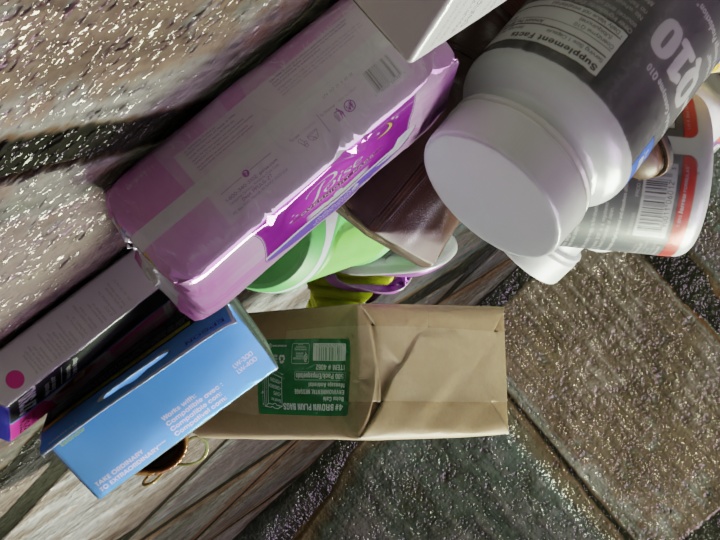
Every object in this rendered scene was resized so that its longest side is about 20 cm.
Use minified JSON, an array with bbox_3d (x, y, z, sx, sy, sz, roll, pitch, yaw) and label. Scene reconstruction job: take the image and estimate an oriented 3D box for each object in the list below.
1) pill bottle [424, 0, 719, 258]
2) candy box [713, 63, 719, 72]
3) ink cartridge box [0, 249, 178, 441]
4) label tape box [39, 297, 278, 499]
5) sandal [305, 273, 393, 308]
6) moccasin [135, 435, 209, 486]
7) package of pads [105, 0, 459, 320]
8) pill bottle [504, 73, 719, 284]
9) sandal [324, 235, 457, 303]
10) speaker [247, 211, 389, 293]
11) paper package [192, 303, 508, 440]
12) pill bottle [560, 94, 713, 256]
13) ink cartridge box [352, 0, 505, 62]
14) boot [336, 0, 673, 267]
[{"bbox_3d":[0.130,-0.110,0.940,0.200,0.113,0.114,-50,177,-23],"label":"pill bottle"},{"bbox_3d":[0.208,-0.177,1.121,0.198,0.056,0.116,-8,163,8],"label":"candy box"},{"bbox_3d":[-0.182,0.049,0.986,0.199,0.037,0.095,-37,172,-20],"label":"ink cartridge box"},{"bbox_3d":[-0.129,0.077,1.043,0.143,0.066,0.200,-36,-168,-2],"label":"label tape box"},{"bbox_3d":[-0.012,-0.006,1.433,0.201,0.079,0.088,115,-11,-56],"label":"sandal"},{"bbox_3d":[-0.176,0.144,1.366,0.073,0.078,0.202,-39,172,-13],"label":"moccasin"},{"bbox_3d":[-0.042,-0.064,0.882,0.200,0.076,0.121,-40,174,-8],"label":"package of pads"},{"bbox_3d":[0.191,-0.087,1.254,0.200,0.112,0.111,-46,171,21],"label":"pill bottle"},{"bbox_3d":[0.006,-0.003,1.225,0.082,0.050,0.202,-27,-162,-32],"label":"sandal"},{"bbox_3d":[-0.031,-0.036,1.063,0.088,0.089,0.200,-43,172,18],"label":"speaker"},{"bbox_3d":[-0.008,0.084,1.299,0.199,0.105,0.189,-5,175,45],"label":"paper package"},{"bbox_3d":[0.138,-0.076,1.132,0.116,0.197,0.117,-174,-90,-88],"label":"pill bottle"},{"bbox_3d":[0.086,-0.202,0.720,0.199,0.083,0.147,-36,171,-32],"label":"ink cartridge box"},{"bbox_3d":[0.083,-0.061,1.000,0.201,0.186,0.064,-53,-175,-29],"label":"boot"}]
